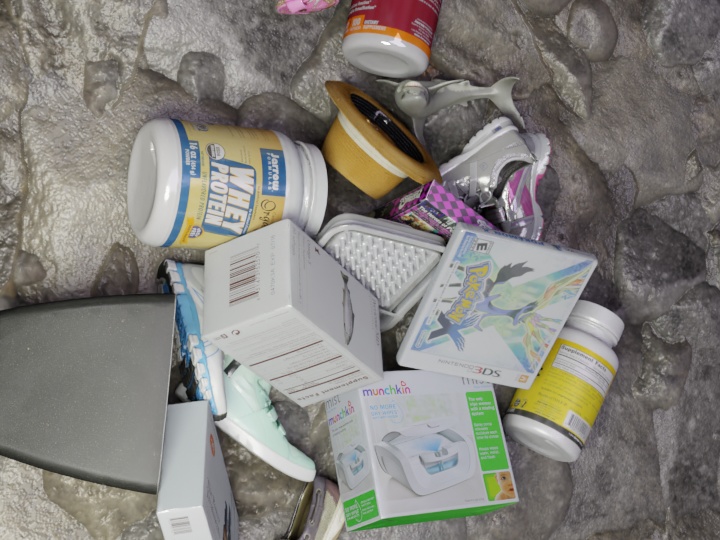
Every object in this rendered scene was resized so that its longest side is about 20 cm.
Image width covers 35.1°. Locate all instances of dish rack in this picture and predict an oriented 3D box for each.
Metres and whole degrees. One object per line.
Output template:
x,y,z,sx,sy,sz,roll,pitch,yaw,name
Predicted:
0.000,0.000,1.363,0.171,0.200,0.044,14,52,-25,dish rack

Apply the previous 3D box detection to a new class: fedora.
0.010,-0.147,1.392,0.200,0.201,0.082,37,107,-21,fedora

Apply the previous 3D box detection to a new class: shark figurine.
0.105,-0.208,1.476,0.214,0.128,0.090,-8,104,-41,shark figurine

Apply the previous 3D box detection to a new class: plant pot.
-0.298,0.122,1.197,0.177,0.199,0.200,5,84,-14,plant pot

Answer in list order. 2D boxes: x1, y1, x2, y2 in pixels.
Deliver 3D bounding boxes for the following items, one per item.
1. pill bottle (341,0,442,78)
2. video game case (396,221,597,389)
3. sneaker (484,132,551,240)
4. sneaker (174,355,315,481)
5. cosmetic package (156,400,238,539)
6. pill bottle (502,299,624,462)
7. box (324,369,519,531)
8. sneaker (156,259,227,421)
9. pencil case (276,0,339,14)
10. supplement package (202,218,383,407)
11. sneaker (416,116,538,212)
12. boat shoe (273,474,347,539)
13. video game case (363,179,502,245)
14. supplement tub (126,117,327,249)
0.049,-0.355,1.439,0.113,0.113,0.200,17,78,-25,pill bottle
0.160,0.047,1.355,0.182,0.022,0.200,12,120,-19,video game case
0.191,-0.096,1.521,0.088,0.081,0.200,13,75,-22,sneaker
-0.106,0.158,1.346,0.200,0.074,0.118,41,76,-17,sneaker
-0.170,0.263,1.222,0.052,0.151,0.200,-8,128,-1,cosmetic package
0.278,0.145,1.527,0.111,0.111,0.200,36,72,-21,pill bottle
0.072,0.216,1.397,0.200,0.097,0.177,1,69,-30,box
-0.166,0.072,1.288,0.086,0.075,0.200,-5,64,-25,sneaker
-0.076,-0.413,1.395,0.086,0.083,0.200,-10,92,-28,pencil case
-0.073,0.052,1.288,0.200,0.117,0.117,42,35,-48,supplement package
0.138,-0.103,1.450,0.200,0.075,0.082,-46,66,8,sneaker
-0.078,0.338,1.358,0.065,0.072,0.200,34,69,-16,boat shoe
0.105,-0.019,1.408,0.200,0.181,0.036,35,60,-21,video game case
-0.153,-0.094,1.300,0.200,0.145,0.145,3,86,-27,supplement tub
